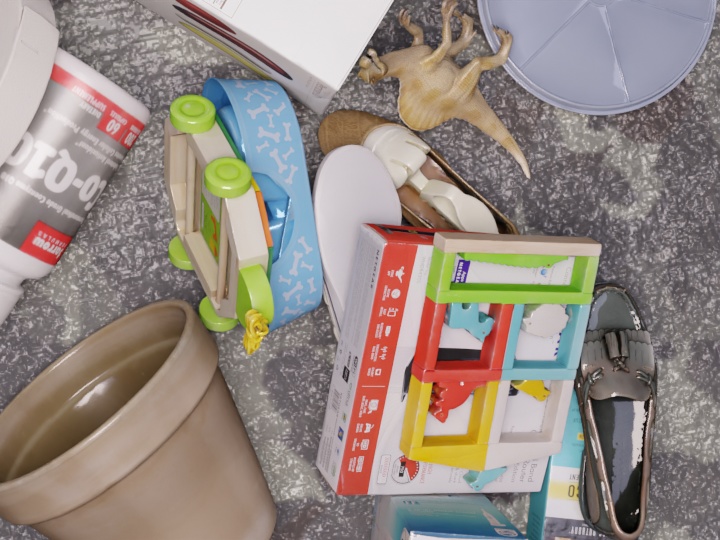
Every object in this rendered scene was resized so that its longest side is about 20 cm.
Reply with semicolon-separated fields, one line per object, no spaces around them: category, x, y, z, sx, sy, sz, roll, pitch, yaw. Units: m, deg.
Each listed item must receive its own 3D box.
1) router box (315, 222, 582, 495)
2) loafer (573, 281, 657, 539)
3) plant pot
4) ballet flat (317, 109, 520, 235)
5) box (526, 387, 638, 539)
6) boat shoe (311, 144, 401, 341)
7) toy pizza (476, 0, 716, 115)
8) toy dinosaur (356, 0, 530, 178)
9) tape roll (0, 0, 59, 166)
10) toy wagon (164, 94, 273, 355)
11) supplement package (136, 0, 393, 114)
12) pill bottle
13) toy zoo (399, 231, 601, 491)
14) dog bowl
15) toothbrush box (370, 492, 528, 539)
router box;0.072;0.070;0.931;0.179;0.049;0.200;3;107;-23
loafer;0.201;0.108;0.941;0.072;0.063;0.200;-3;91;-3
plant pot;-0.157;0.149;0.910;0.200;0.200;0.174;-36;112;-4
ballet flat;0.054;-0.063;0.967;0.200;0.072;0.068;42;78;-4
box;0.184;0.182;0.998;0.082;0.049;0.200;6;90;-5
boat shoe;0.000;0.000;0.961;0.072;0.066;0.200;-19;103;-16
toy pizza;0.191;-0.226;0.999;0.200;0.032;0.200;0;91;-6
toy dinosaur;0.073;-0.152;0.966;0.200;0.058;0.101;23;98;-38
tape roll;-0.302;-0.134;0.884;0.037;0.203;0.203;35;87;-48
toy wagon;-0.100;-0.024;0.890;0.040;0.155;0.200;-16;52;-22
supplement package;-0.071;-0.232;0.893;0.200;0.191;0.147;31;89;-5
pill bottle;-0.256;-0.066;0.918;0.114;0.114;0.200;32;88;-5
toy zoo;0.100;0.071;0.903;0.131;0.020;0.200;2;107;-23
dog bowl;-0.073;-0.051;0.932;0.050;0.111;0.200;-13;106;-20
toothbrush box;0.056;0.244;0.912;0.085;0.200;0.147;6;92;-5
